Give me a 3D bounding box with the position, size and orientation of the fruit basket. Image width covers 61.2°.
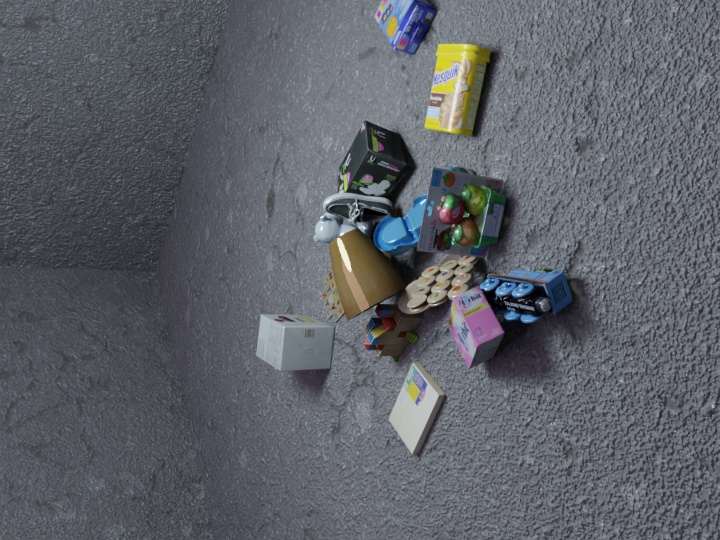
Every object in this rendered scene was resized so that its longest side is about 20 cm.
[{"bbox_3d":[0.230,-0.124,1.367,0.093,0.197,0.188,26,109,56],"label":"fruit basket"}]

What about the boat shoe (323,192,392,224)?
[{"bbox_3d":[-0.008,-0.165,1.708,0.074,0.196,0.069,102,173,-45],"label":"boat shoe"}]

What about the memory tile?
[{"bbox_3d":[0.192,0.025,1.406,0.152,0.201,0.017,-19,110,28],"label":"memory tile"}]

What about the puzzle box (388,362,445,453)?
[{"bbox_3d":[0.147,0.364,1.615,0.133,0.025,0.202,50,128,47],"label":"puzzle box"}]

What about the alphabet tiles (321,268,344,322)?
[{"bbox_3d":[-0.074,0.066,2.004,0.200,0.006,0.168,-49,48,44],"label":"alphabet tiles"}]

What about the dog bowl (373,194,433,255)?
[{"bbox_3d":[0.130,-0.112,1.582,0.198,0.050,0.112,-32,47,16],"label":"dog bowl"}]

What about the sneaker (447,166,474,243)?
[{"bbox_3d":[0.225,-0.152,1.486,0.077,0.079,0.204,6,93,57],"label":"sneaker"}]

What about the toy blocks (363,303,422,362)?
[{"bbox_3d":[0.074,0.163,1.645,0.101,0.135,0.202,60,135,40],"label":"toy blocks"}]

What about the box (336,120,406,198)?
[{"bbox_3d":[0.026,-0.292,1.742,0.201,0.123,0.150,-55,28,38],"label":"box"}]

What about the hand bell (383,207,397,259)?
[{"bbox_3d":[0.073,-0.079,1.738,0.104,0.103,0.203,15,88,56],"label":"hand bell"}]

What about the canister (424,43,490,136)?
[{"bbox_3d":[0.234,-0.441,1.493,0.148,0.085,0.203,29,113,55],"label":"canister"}]

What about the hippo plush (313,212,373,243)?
[{"bbox_3d":[-0.057,-0.092,1.792,0.201,0.158,0.161,-71,-4,-50],"label":"hippo plush"}]

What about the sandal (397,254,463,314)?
[{"bbox_3d":[0.190,0.036,1.549,0.212,0.069,0.078,-45,72,21],"label":"sandal"}]

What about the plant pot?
[{"bbox_3d":[0.000,0.000,1.607,0.186,0.185,0.202,-34,83,51],"label":"plant pot"}]

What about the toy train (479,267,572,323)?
[{"bbox_3d":[0.336,0.046,1.264,0.199,0.113,0.088,10,126,64],"label":"toy train"}]

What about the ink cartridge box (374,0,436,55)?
[{"bbox_3d":[0.127,-0.701,1.692,0.137,0.075,0.202,-57,45,38],"label":"ink cartridge box"}]

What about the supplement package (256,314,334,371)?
[{"bbox_3d":[-0.221,0.239,2.052,0.199,0.189,0.150,14,98,56],"label":"supplement package"}]

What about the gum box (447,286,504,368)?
[{"bbox_3d":[0.249,0.131,1.341,0.201,0.065,0.115,80,165,-66],"label":"gum box"}]
